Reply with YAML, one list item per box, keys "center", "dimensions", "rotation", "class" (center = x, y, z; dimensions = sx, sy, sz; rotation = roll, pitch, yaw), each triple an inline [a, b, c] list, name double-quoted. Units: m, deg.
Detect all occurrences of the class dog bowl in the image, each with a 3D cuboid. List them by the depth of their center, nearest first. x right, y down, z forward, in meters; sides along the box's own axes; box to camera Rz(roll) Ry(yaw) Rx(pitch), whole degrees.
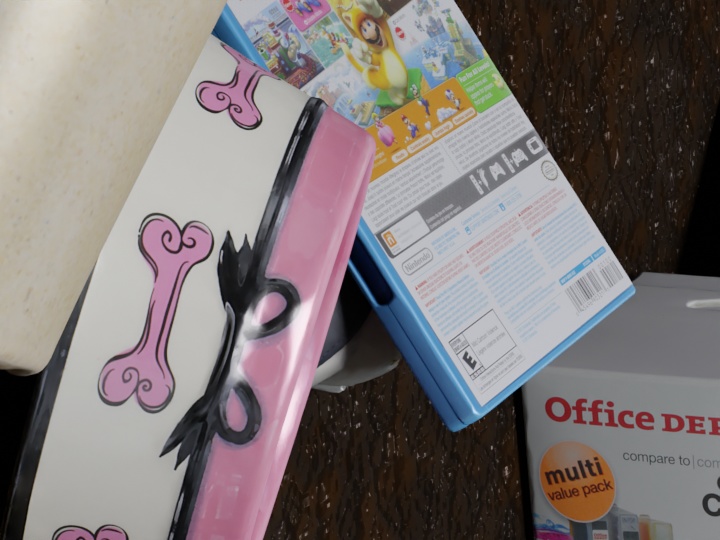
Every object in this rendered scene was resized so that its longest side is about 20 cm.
- center: [-0.052, 0.025, 0.928]
  dimensions: [0.200, 0.074, 0.200]
  rotation: [18, 90, -89]
  class: "dog bowl"

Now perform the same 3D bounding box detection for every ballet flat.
- center: [0.000, 0.000, 1.106]
  dimensions: [0.200, 0.073, 0.073]
  rotation: [-54, 138, -47]
  class: "ballet flat"

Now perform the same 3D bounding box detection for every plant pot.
- center: [-0.119, -0.077, 0.790]
  dimensions: [0.200, 0.200, 0.184]
  rotation: [26, 81, -59]
  class: "plant pot"

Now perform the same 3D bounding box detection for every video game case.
- center: [0.018, -0.051, 1.092]
  dimensions: [0.200, 0.018, 0.143]
  rotation: [58, 35, -1]
  class: "video game case"

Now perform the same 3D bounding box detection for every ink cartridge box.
- center: [0.172, 0.116, 1.361]
  dimensions: [0.145, 0.145, 0.200]
  rotation: [-31, 119, -56]
  class: "ink cartridge box"
